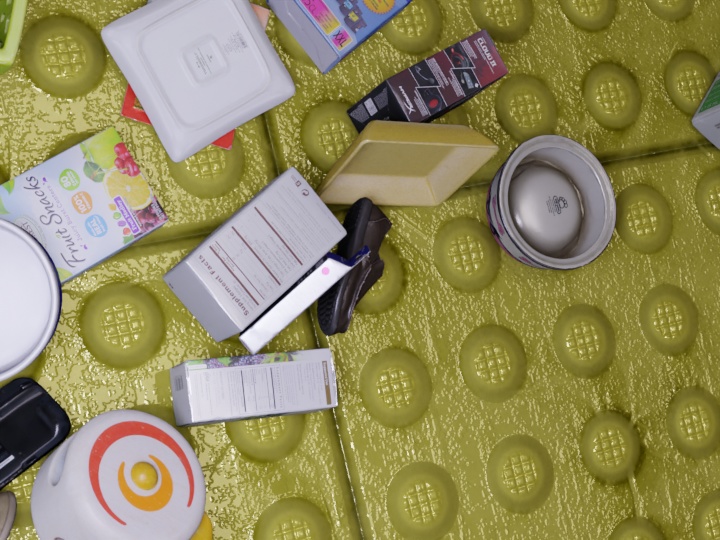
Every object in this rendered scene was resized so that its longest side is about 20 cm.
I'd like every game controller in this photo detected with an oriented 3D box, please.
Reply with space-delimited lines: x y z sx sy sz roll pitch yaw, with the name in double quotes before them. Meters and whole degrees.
"game controller" -0.444 0.212 1.528 0.200 0.042 0.104 -39 74 -24

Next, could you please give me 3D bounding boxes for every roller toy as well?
"roller toy" -0.280 0.266 1.519 0.182 0.140 0.201 -8 67 -44

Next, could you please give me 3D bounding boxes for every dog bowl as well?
"dog bowl" -0.454 0.034 1.518 0.199 0.079 0.201 0 90 -8
"dog bowl" 0.272 -0.093 1.890 0.199 0.074 0.201 5 78 -22

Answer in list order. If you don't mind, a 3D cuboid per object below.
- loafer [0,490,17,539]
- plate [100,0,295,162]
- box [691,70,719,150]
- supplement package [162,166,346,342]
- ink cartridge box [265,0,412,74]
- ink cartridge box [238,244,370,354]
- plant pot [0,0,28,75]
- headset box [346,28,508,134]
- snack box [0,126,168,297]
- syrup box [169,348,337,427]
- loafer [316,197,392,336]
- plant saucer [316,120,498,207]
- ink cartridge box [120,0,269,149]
"loafer" -0.471 0.334 1.488 0.067 0.076 0.200 39 68 -19
"plate" -0.208 -0.276 1.702 0.199 0.032 0.200 -32 103 -14
"box" 0.678 -0.259 2.027 0.200 0.199 0.172 39 67 -12
"supplement package" -0.138 -0.019 1.675 0.200 0.117 0.117 -43 98 -23
"ink cartridge box" -0.015 -0.395 1.823 0.200 0.076 0.137 -43 98 -25
"ink cartridge box" -0.072 0.027 1.666 0.200 0.095 0.037 -39 96 2
"plant pot" -0.507 -0.330 1.538 0.198 0.181 0.201 11 76 -22
"headset box" 0.100 -0.254 1.804 0.200 0.149 0.075 -31 92 -25
"snack box" -0.362 -0.072 1.623 0.200 0.053 0.143 -32 93 -24
"syrup box" -0.137 0.151 1.665 0.199 0.079 0.082 -5 82 -24
"loafer" 0.000 0.000 1.755 0.071 0.073 0.201 24 73 -19
"plant saucer" 0.055 -0.148 1.743 0.199 0.200 0.049 0 70 -24
"ink cartridge box" -0.221 -0.282 1.726 0.161 0.050 0.201 17 71 -19
